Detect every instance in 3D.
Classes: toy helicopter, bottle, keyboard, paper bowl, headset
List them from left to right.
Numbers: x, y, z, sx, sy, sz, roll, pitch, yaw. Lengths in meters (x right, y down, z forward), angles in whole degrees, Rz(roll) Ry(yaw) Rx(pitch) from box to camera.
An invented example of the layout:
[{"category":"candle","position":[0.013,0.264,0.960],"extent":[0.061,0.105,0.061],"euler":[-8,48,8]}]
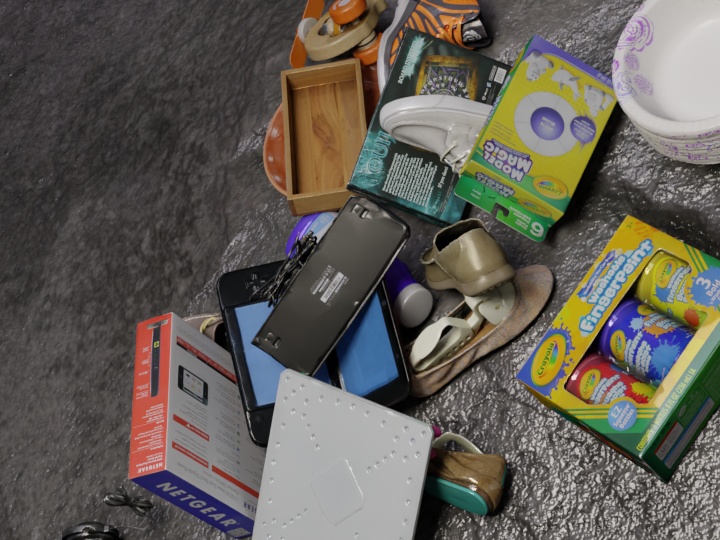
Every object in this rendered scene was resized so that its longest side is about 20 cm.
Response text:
[{"category":"headset","position":[-0.302,0.326,1.626],"extent":[0.200,0.094,0.124],"euler":[-49,47,15]},{"category":"keyboard","position":[-0.038,0.008,1.530],"extent":[0.104,0.040,0.201],"euler":[36,97,2]},{"category":"toy helicopter","position":[-0.024,-0.322,1.824],"extent":[0.131,0.079,0.201],"euler":[-18,33,27]},{"category":"bottle","position":[0.000,0.000,1.630],"extent":[0.200,0.065,0.084],"euler":[35,92,42]},{"category":"paper bowl","position":[0.364,-0.200,1.473],"extent":[0.199,0.104,0.202],"euler":[-16,56,26]}]

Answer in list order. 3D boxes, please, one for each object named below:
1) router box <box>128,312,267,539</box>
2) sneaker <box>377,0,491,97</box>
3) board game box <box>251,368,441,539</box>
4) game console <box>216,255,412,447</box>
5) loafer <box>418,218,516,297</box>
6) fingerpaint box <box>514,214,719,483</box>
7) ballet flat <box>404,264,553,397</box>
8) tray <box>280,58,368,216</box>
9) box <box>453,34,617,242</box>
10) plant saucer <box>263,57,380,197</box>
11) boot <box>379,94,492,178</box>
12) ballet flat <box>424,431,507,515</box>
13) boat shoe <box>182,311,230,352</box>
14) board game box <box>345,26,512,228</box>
[{"category":"router box","position":[-0.166,0.169,1.554],"extent":[0.049,0.200,0.181],"euler":[-17,55,24]},{"category":"sneaker","position":[0.089,-0.265,1.701],"extent":[0.111,0.078,0.201],"euler":[2,57,22]},{"category":"board game box","position":[-0.017,0.222,1.474],"extent":[0.199,0.026,0.202],"euler":[18,102,37]},{"category":"game console","position":[-0.054,0.067,1.548],"extent":[0.171,0.119,0.202],"euler":[-12,74,-9]},{"category":"loafer","position":[0.109,-0.019,1.511],"extent":[0.075,0.068,0.200],"euler":[-21,8,-13]},{"category":"fingerpaint box","position":[0.274,0.071,1.394],"extent":[0.166,0.073,0.201],"euler":[33,84,42]},{"category":"ballet flat","position":[0.115,0.057,1.516],"extent":[0.200,0.067,0.068],"euler":[-43,48,6]},{"category":"tray","position":[-0.039,-0.158,1.705],"extent":[0.098,0.037,0.201],"euler":[-9,53,5]},{"category":"box","position":[0.187,-0.139,1.538],"extent":[0.117,0.048,0.201],"euler":[29,70,-3]},{"category":"plant saucer","position":[-0.029,-0.167,1.774],"extent":[0.199,0.032,0.202],"euler":[-18,54,26]},{"category":"boot","position":[0.117,-0.127,1.571],"extent":[0.198,0.074,0.096],"euler":[6,65,-4]},{"category":"ballet flat","position":[0.065,0.192,1.480],"extent":[0.199,0.068,0.072],"euler":[8,48,38]},{"category":"boat shoe","position":[-0.151,0.079,1.692],"extent":[0.199,0.059,0.072],"euler":[9,69,38]},{"category":"board game box","position":[0.079,-0.161,1.634],"extent":[0.134,0.028,0.201],"euler":[21,78,-2]}]
